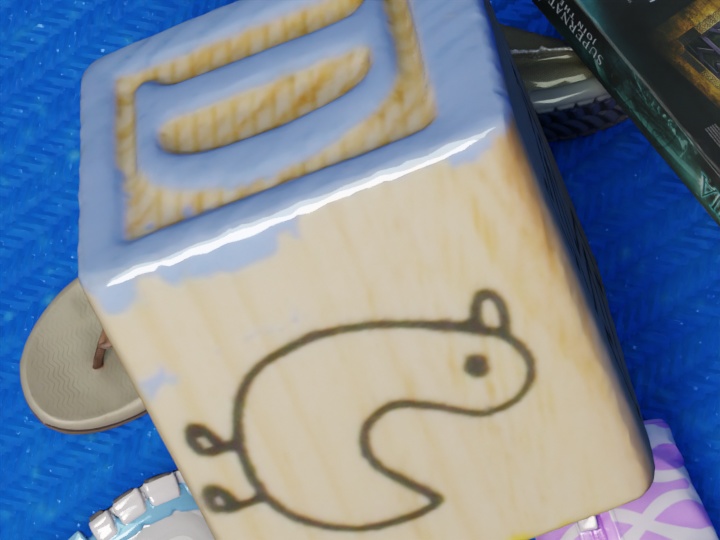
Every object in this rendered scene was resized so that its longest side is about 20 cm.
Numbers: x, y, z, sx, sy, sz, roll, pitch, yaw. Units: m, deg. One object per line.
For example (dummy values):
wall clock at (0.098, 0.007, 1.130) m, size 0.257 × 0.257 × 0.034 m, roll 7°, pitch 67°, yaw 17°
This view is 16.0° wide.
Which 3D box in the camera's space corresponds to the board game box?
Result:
board game box at (0.180, -0.100, 1.201) m, size 0.135 × 0.028 × 0.200 m, roll -26°, pitch 68°, yaw -29°

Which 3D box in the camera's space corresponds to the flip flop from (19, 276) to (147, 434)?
flip flop at (-0.085, 0.009, 1.267) m, size 0.199 × 0.058 × 0.081 m, roll -28°, pitch 72°, yaw 7°

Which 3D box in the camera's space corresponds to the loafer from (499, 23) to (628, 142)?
loafer at (0.049, -0.099, 1.246) m, size 0.198 × 0.075 × 0.070 m, roll -5°, pitch 80°, yaw 14°

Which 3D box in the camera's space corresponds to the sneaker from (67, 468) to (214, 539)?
sneaker at (-0.141, 0.184, 1.237) m, size 0.199 × 0.075 × 0.087 m, roll -36°, pitch 77°, yaw 5°

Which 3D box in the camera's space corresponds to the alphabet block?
alphabet block at (0.000, 0.000, 1.124) m, size 0.194 × 0.201 × 0.197 m, roll -20°, pitch 32°, yaw 10°

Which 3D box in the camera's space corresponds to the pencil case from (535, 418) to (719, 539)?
pencil case at (0.133, 0.162, 1.160) m, size 0.083 × 0.085 × 0.201 m, roll -23°, pitch 74°, yaw 7°
